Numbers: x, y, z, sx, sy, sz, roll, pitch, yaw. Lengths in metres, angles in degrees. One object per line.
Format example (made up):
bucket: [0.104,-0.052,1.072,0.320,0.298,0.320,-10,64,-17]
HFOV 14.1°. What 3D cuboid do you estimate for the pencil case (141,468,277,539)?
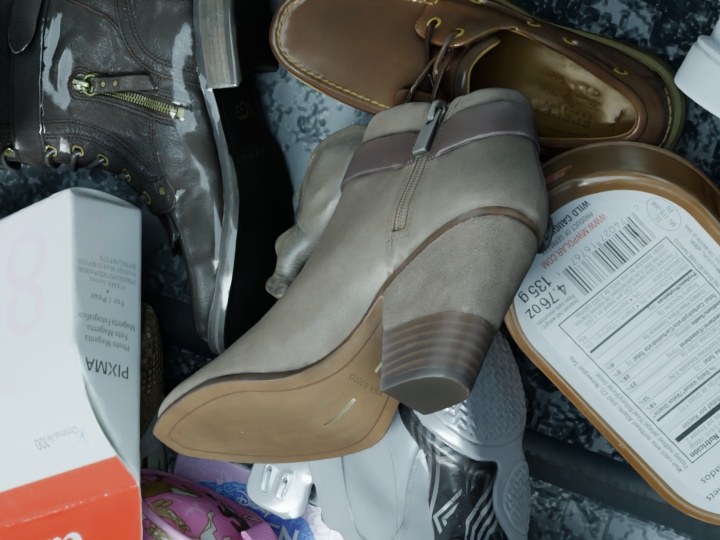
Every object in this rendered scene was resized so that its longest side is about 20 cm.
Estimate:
pencil case: [-0.112,0.191,1.362,0.086,0.083,0.201,22,102,-14]

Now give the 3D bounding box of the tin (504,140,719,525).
tin: [0.143,0.032,1.307,0.112,0.042,0.200,-39,106,21]

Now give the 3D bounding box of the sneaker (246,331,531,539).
sneaker: [0.014,0.125,1.308,0.114,0.075,0.201,-11,70,33]

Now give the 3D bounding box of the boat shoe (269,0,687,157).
boat shoe: [0.050,-0.094,1.336,0.199,0.068,0.072,16,98,14]

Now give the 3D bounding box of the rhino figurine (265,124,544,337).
rhino figurine: [0.060,-0.011,1.348,0.199,0.060,0.088,13,102,12]

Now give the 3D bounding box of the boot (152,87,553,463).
boot: [0.000,0.000,1.287,0.199,0.070,0.147,-12,54,36]

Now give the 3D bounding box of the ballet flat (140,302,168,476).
ballet flat: [-0.131,0.101,1.405,0.065,0.071,0.200,30,119,-12]

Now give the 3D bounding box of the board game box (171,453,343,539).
board game box: [-0.019,0.204,1.401,0.199,0.041,0.200,19,100,12]

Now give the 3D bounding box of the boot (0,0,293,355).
boot: [-0.126,-0.059,1.397,0.173,0.069,0.201,-1,92,21]

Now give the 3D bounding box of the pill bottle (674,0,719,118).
pill bottle: [0.219,-0.149,1.262,0.112,0.112,0.201,31,102,10]

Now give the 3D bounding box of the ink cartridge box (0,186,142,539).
ink cartridge box: [-0.163,0.078,1.352,0.162,0.057,0.201,-20,61,46]
